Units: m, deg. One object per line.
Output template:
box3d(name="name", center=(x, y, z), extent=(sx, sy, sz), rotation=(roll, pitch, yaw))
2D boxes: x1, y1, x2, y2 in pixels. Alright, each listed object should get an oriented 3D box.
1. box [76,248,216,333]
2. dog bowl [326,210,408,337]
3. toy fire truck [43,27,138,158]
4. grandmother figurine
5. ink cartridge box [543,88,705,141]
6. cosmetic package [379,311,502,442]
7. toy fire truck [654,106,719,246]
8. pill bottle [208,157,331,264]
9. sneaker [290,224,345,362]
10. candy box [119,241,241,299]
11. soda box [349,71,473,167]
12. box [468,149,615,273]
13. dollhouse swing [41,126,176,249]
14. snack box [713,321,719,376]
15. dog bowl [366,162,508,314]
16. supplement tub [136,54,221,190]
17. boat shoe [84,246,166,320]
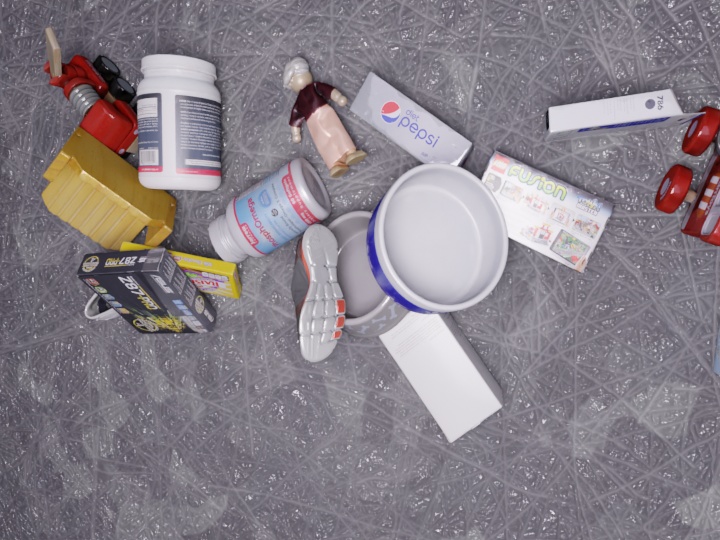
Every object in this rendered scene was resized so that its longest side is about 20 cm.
box3d(name="box", center=(-0.363, 0.042, 0.961), extent=(0.155, 0.202, 0.050), rotation=(-3, 54, 13))
box3d(name="dog bowl", center=(0.000, 0.000, 0.879), extent=(0.194, 0.058, 0.208), rotation=(-9, 74, 31))
box3d(name="toy fire truck", center=(-0.462, -0.302, 0.938), extent=(0.128, 0.200, 0.177), rotation=(-41, 85, 16))
box3d(name="grandmother figurine", center=(-0.071, -0.257, 0.913), extent=(0.119, 0.060, 0.205), rotation=(-29, 85, 17))
box3d(name="ink cartridge box", center=(0.361, -0.217, 0.776), extent=(0.192, 0.099, 0.041), rotation=(-3, 94, 15))
box3d(name="cosmetic package", center=(0.130, 0.150, 0.886), extent=(0.106, 0.085, 0.203), rotation=(-35, 87, 17))
box3d(name="toy fire truck", center=(0.483, -0.133, 0.715), extent=(0.109, 0.168, 0.206), rotation=(23, 102, 11))
box3d(name="pill bottle", center=(-0.153, -0.093, 0.924), extent=(0.196, 0.109, 0.111), rotation=(-29, 89, 16))
box3d(name="sneaker", center=(-0.073, 0.038, 0.854), extent=(0.081, 0.075, 0.208), rotation=(-18, 66, 56))
box3d(name="candy box", center=(-0.308, 0.002, 0.961), extent=(0.192, 0.103, 0.027), rotation=(11, 65, 0))
box3d(name="soda box", center=(0.081, -0.223, 0.869), extent=(0.198, 0.063, 0.069), rotation=(37, 103, 9))
box3d(name="box", center=(0.271, -0.091, 0.847), extent=(0.195, 0.035, 0.113), rotation=(27, 102, 11))
box3d(name="dollhouse swing", center=(-0.448, -0.099, 0.940), extent=(0.176, 0.183, 0.199), rotation=(-44, 121, 12))
box3d(name="snack box", center=(0.611, 0.078, 0.756), extent=(0.193, 0.068, 0.176), rotation=(6, 97, 15))
box3d(name="dog bowl", center=(0.107, -0.042, 0.790), extent=(0.192, 0.079, 0.208), rotation=(3, 80, -15))
box3d(name="supplement tub", center=(-0.304, -0.241, 0.933), extent=(0.135, 0.140, 0.208), rotation=(4, 97, 14))
box3d(name="boat shoe", center=(-0.437, 0.031, 1.037), extent=(0.199, 0.065, 0.074), rotation=(-42, 84, 15))
